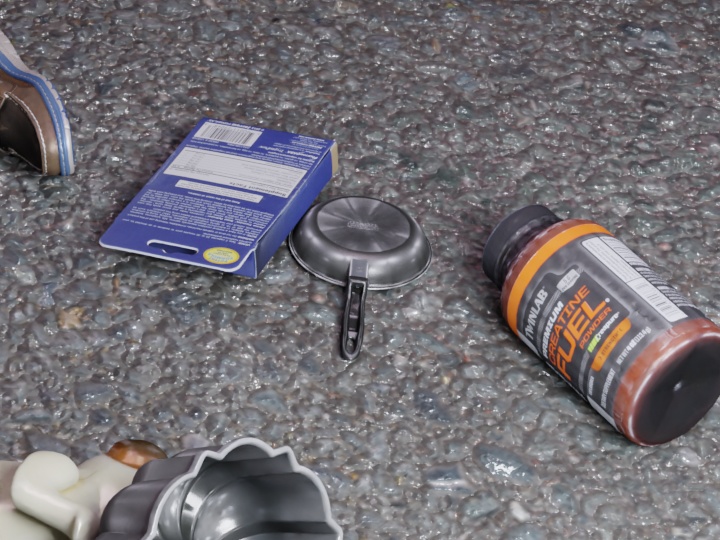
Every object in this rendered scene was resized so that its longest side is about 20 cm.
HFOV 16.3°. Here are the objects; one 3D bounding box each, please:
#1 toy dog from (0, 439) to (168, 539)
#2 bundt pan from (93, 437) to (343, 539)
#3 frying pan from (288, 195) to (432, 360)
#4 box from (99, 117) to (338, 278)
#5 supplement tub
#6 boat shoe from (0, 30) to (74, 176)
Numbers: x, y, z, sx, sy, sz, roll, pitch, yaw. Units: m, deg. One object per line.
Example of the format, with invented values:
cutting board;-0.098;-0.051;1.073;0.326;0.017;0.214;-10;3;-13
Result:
toy dog;-0.205;0.177;1.596;0.198;0.141;0.194;-3;2;-14
bundt pan;-0.099;0.200;1.530;0.075;0.203;0.202;2;27;38
frying pan;-0.015;-0.006;1.942;0.114;0.031;0.190;20;36;16
box;-0.110;-0.051;1.959;0.120;0.033;0.200;11;35;19
supplement tub;0.176;0.033;1.864;0.106;0.108;0.200;-19;45;-32
boat shoe;-0.289;-0.125;2.008;0.072;0.073;0.200;-17;34;-23
